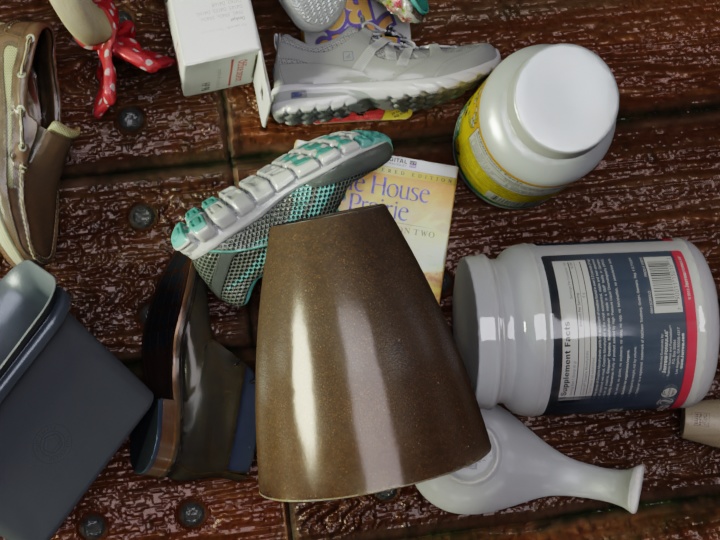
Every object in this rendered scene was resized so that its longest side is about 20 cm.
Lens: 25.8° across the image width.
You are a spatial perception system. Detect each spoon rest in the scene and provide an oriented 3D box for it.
[{"bbox_3d":[0.137,0.166,1.324,0.197,0.061,0.101,12,82,9],"label":"spoon rest"}]

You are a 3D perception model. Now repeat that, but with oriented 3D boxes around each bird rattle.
[{"bbox_3d":[-0.234,-0.232,1.272,0.111,0.163,0.203,-14,76,11],"label":"bird rattle"}]

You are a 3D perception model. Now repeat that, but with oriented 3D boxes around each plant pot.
[{"bbox_3d":[-0.006,0.056,1.218,0.184,0.187,0.203,-11,93,-7],"label":"plant pot"}]

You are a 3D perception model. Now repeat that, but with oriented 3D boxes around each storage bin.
[{"bbox_3d":[-0.271,0.116,1.247,0.134,0.145,0.201,43,80,-28],"label":"storage bin"}]

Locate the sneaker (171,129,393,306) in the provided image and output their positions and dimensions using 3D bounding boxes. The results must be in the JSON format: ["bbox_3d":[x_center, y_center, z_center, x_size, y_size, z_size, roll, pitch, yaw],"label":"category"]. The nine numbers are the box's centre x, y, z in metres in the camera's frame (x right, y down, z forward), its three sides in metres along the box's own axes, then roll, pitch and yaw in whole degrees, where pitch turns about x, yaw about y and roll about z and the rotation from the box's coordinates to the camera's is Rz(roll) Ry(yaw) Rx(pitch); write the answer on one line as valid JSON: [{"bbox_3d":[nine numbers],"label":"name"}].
[{"bbox_3d":[-0.054,-0.044,1.288,0.199,0.078,0.092,-30,109,-8],"label":"sneaker"}]

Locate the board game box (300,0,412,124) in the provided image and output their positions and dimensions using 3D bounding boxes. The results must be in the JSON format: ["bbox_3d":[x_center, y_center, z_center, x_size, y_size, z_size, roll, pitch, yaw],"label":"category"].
[{"bbox_3d":[-0.006,-0.230,1.357,0.094,0.030,0.203,-4,87,-7],"label":"board game box"}]

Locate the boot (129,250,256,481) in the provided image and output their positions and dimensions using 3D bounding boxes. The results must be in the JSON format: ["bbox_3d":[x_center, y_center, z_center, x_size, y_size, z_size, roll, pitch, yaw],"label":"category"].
[{"bbox_3d":[-0.129,0.078,1.303,0.096,0.074,0.203,17,72,-29],"label":"boot"}]

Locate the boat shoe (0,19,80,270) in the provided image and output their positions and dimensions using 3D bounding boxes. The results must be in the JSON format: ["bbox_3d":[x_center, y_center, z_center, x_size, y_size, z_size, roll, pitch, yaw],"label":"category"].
[{"bbox_3d":[-0.266,-0.104,1.276,0.074,0.075,0.205,-8,91,20],"label":"boat shoe"}]

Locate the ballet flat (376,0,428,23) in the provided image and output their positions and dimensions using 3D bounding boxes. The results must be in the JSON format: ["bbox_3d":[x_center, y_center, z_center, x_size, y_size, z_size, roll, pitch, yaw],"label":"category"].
[{"bbox_3d":[0.000,-0.294,1.327,0.063,0.075,0.202,-21,81,22],"label":"ballet flat"}]

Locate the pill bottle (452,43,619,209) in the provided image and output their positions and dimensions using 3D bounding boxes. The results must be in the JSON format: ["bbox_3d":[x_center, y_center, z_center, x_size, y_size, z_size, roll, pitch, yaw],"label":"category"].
[{"bbox_3d":[0.143,-0.119,1.273,0.111,0.200,0.114,1,84,-6],"label":"pill bottle"}]

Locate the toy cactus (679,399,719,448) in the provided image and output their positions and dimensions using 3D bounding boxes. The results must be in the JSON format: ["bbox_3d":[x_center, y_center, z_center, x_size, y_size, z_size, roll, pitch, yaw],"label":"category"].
[{"bbox_3d":[0.356,0.138,1.334,0.163,0.102,0.203,4,92,4],"label":"toy cactus"}]

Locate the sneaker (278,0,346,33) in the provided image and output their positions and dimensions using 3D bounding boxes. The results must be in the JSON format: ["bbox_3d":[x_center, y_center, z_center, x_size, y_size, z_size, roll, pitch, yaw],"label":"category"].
[{"bbox_3d":[-0.065,-0.289,1.319,0.075,0.105,0.203,-12,87,-19],"label":"sneaker"}]

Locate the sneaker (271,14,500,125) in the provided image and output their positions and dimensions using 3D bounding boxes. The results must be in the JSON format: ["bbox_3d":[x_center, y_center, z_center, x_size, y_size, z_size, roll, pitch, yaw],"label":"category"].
[{"bbox_3d":[0.020,-0.176,1.304,0.197,0.075,0.083,-8,85,-9],"label":"sneaker"}]

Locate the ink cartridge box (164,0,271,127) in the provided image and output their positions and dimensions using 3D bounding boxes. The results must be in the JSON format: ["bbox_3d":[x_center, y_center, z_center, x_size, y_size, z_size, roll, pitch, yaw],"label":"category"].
[{"bbox_3d":[-0.127,-0.219,1.296,0.066,0.116,0.203,-12,85,-7],"label":"ink cartridge box"}]

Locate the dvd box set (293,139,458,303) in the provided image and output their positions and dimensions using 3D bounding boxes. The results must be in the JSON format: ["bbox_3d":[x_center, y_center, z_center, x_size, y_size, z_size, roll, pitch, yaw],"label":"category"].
[{"bbox_3d":[0.000,0.000,1.331,0.144,0.029,0.203,10,84,-5],"label":"dvd box set"}]

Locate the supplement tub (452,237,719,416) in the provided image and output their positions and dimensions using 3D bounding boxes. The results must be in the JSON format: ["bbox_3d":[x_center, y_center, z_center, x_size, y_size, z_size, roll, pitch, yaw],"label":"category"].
[{"bbox_3d":[0.183,0.047,1.291,0.197,0.140,0.142,-2,84,-6],"label":"supplement tub"}]
